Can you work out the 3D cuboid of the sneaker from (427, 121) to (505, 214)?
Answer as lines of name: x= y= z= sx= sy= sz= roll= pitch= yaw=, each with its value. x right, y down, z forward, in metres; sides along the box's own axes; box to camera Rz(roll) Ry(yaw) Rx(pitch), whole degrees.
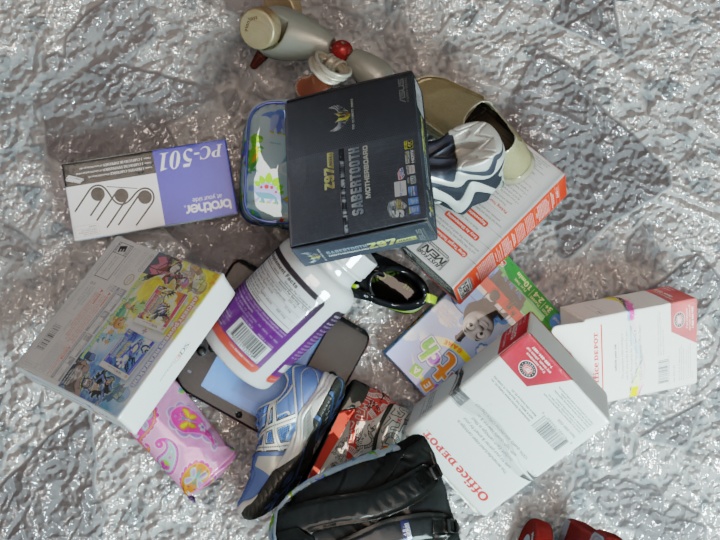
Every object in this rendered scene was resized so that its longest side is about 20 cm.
sneaker: x=0.080 y=-0.104 z=1.283 sx=0.198 sy=0.130 sz=0.080 roll=-17 pitch=61 yaw=13

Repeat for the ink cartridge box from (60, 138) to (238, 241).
ink cartridge box: x=-0.255 y=-0.098 z=1.324 sx=0.199 sy=0.044 sz=0.095 roll=-10 pitch=92 yaw=-8

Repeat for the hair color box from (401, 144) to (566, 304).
hair color box: x=0.153 y=-0.068 z=1.352 sx=0.200 sy=0.061 sz=0.101 roll=-44 pitch=65 yaw=-7

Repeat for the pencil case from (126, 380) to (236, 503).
pencil case: x=-0.237 y=0.177 z=1.300 sx=0.087 sy=0.087 sz=0.200 roll=-42 pitch=95 yaw=-7

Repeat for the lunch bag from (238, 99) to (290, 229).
lunch bag: x=-0.047 y=-0.128 z=1.331 sx=0.199 sy=0.082 sz=0.162 roll=3 pitch=88 yaw=-9

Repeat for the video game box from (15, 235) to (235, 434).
video game box: x=-0.268 y=0.067 z=1.242 sx=0.182 sy=0.047 sz=0.200 roll=18 pitch=63 yaw=36

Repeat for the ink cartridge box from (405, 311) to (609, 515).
ink cartridge box: x=0.173 y=0.172 z=1.293 sx=0.200 sy=0.084 sz=0.144 roll=-41 pitch=95 yaw=19

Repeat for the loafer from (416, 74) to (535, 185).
loafer: x=0.134 y=-0.186 z=1.335 sx=0.200 sy=0.068 sz=0.076 roll=39 pitch=78 yaw=24

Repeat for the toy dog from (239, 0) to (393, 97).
toy dog: x=-0.066 y=-0.256 z=1.324 sx=0.132 sy=0.097 sz=0.200 roll=-20 pitch=56 yaw=-44

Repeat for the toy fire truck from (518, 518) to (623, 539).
toy fire truck: x=0.248 y=0.401 z=1.317 sx=0.112 sy=0.168 sz=0.201 roll=22 pitch=86 yaw=-6

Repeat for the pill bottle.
pill bottle: x=-0.079 y=0.033 z=1.265 sx=0.200 sy=0.111 sz=0.111 roll=-44 pitch=94 yaw=7

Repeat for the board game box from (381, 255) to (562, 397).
board game box: x=0.150 y=0.090 z=1.378 sx=0.200 sy=0.037 sz=0.151 roll=-44 pitch=95 yaw=-6

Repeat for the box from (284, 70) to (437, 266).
box: x=-0.002 y=-0.115 z=1.212 sx=0.157 sy=0.051 sz=0.201 roll=-11 pitch=62 yaw=15

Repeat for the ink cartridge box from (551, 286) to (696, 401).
ink cartridge box: x=0.318 y=0.097 z=1.361 sx=0.199 sy=0.067 sz=0.117 roll=-9 pitch=106 yaw=-15

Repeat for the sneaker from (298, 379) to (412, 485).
sneaker: x=-0.006 y=0.246 z=1.338 sx=0.108 sy=0.067 sz=0.202 roll=27 pitch=83 yaw=-4

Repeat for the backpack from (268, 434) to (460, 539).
backpack: x=-0.006 y=0.295 z=1.241 sx=0.199 sy=0.154 sz=0.164 roll=-16 pitch=81 yaw=-26

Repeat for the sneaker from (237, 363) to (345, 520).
sneaker: x=-0.095 y=0.204 z=1.304 sx=0.077 sy=0.076 sz=0.201 roll=28 pitch=82 yaw=16

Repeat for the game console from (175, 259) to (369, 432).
game console: x=-0.112 y=0.108 z=1.346 sx=0.199 sy=0.031 sz=0.177 roll=30 pitch=85 yaw=-7

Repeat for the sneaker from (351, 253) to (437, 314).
sneaker: x=0.000 y=0.000 z=1.336 sx=0.199 sy=0.083 sz=0.072 roll=16 pitch=86 yaw=-6
